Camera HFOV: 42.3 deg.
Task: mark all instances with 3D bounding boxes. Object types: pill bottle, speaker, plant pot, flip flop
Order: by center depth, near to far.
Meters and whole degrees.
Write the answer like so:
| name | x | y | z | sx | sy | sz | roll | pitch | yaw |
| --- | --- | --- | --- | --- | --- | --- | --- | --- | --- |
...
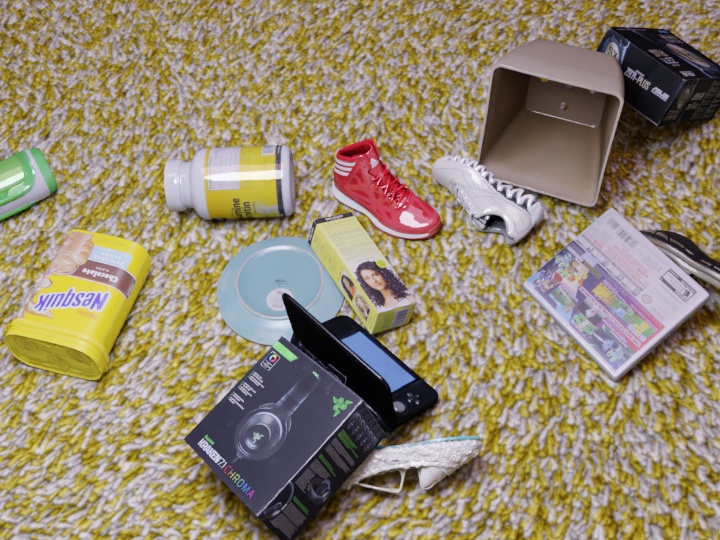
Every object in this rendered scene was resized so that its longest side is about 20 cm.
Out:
| name | x | y | z | sx | sy | sz | roll | pitch | yaw |
| --- | --- | --- | --- | --- | --- | --- | --- | --- | --- |
| flip flop | 0.481 | -0.005 | 1.373 | 0.080 | 0.058 | 0.200 | -7 | 36 | -41 |
| plant pot | 0.311 | -0.255 | 1.465 | 0.197 | 0.202 | 0.178 | 17 | 44 | 14 |
| pill bottle | -0.205 | -0.138 | 1.473 | 0.196 | 0.113 | 0.113 | -2 | 53 | 1 |
| speaker | -0.595 | -0.124 | 1.497 | 0.198 | 0.089 | 0.089 | -28 | 57 | -17 |

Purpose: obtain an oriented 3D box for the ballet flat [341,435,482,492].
| name | x | y | z | sx | sy | sz | roll | pitch | yaw |
| --- | --- | --- | --- | --- | --- | --- | --- | --- | --- |
| ballet flat | 0.062 | 0.255 | 1.210 | 0.196 | 0.072 | 0.073 | -5 | 53 | 5 |

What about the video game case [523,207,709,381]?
| name | x | y | z | sx | sy | sz | roll | pitch | yaw |
| --- | --- | --- | --- | --- | --- | --- | --- | --- | --- |
| video game case | 0.367 | 0.031 | 1.349 | 0.182 | 0.023 | 0.200 | -39 | 60 | -4 |

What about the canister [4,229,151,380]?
| name | x | y | z | sx | sy | sz | roll | pitch | yaw |
| --- | --- | --- | --- | --- | --- | --- | --- | --- | --- |
| canister | -0.408 | 0.045 | 1.366 | 0.146 | 0.087 | 0.202 | 11 | 53 | 10 |

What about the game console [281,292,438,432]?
| name | x | y | z | sx | sy | sz | roll | pitch | yaw |
| --- | --- | --- | --- | --- | --- | --- | --- | --- | --- |
| game console | 0.004 | 0.106 | 1.245 | 0.199 | 0.118 | 0.175 | 39 | 37 | 26 |

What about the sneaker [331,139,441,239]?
| name | x | y | z | sx | sy | sz | roll | pitch | yaw |
| --- | --- | --- | --- | --- | --- | --- | --- | --- | --- |
| sneaker | 0.036 | -0.129 | 1.452 | 0.198 | 0.116 | 0.079 | 24 | 58 | 19 |

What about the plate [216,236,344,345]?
| name | x | y | z | sx | sy | sz | roll | pitch | yaw |
| --- | --- | --- | --- | --- | --- | --- | --- | --- | --- |
| plate | -0.121 | 0.022 | 1.406 | 0.196 | 0.026 | 0.203 | -1 | 53 | 1 |

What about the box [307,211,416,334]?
| name | x | y | z | sx | sy | sz | roll | pitch | yaw |
| --- | --- | --- | --- | --- | --- | --- | --- | --- | --- |
| box | 0.000 | 0.000 | 1.390 | 0.074 | 0.051 | 0.201 | -14 | 52 | -32 |

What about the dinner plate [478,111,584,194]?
| name | x | y | z | sx | sy | sz | roll | pitch | yaw |
| --- | --- | --- | --- | --- | --- | --- | --- | --- | --- |
| dinner plate | 0.296 | -0.210 | 1.558 | 0.196 | 0.024 | 0.203 | -2 | 54 | 2 |

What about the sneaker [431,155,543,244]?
| name | x | y | z | sx | sy | sz | roll | pitch | yaw |
| --- | --- | --- | --- | --- | --- | --- | --- | --- | --- |
| sneaker | 0.188 | -0.113 | 1.465 | 0.199 | 0.075 | 0.081 | 33 | 70 | 24 |

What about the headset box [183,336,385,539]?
| name | x | y | z | sx | sy | sz | roll | pitch | yaw |
| --- | --- | --- | --- | --- | --- | --- | --- | --- | --- |
| headset box | -0.091 | 0.207 | 1.182 | 0.200 | 0.093 | 0.173 | -45 | 48 | -13 |

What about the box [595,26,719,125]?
| name | x | y | z | sx | sy | sz | roll | pitch | yaw |
| --- | --- | --- | --- | --- | --- | --- | --- | --- | --- |
| box | 0.499 | -0.324 | 1.540 | 0.198 | 0.087 | 0.164 | -12 | 48 | -43 |
